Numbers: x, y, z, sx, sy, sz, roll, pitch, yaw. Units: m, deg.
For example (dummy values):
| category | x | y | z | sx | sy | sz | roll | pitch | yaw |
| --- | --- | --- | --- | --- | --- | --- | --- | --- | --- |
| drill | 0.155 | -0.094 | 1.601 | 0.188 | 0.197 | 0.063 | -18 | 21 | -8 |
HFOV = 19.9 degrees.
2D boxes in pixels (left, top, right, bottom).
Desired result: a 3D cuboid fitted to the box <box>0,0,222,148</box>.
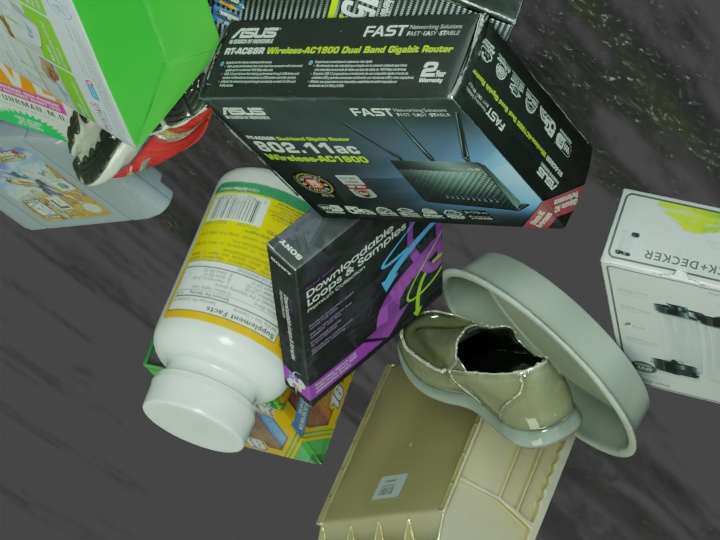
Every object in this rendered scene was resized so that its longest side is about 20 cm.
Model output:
| category | x | y | z | sx | sy | sz | roll | pitch | yaw |
| --- | --- | --- | --- | --- | --- | --- | --- | --- | --- |
| box | -0.195 | -0.193 | 1.236 | 0.176 | 0.097 | 0.200 | 33 | 163 | 21 |

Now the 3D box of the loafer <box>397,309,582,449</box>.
| category | x | y | z | sx | sy | sz | roll | pitch | yaw |
| --- | --- | --- | --- | --- | --- | --- | --- | --- | --- |
| loafer | 0.093 | 0.064 | 1.518 | 0.200 | 0.075 | 0.070 | 27 | 137 | 52 |

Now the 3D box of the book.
| category | x | y | z | sx | sy | sz | roll | pitch | yaw |
| --- | --- | --- | --- | --- | --- | --- | --- | --- | --- |
| book | -0.252 | -0.160 | 1.496 | 0.133 | 0.048 | 0.200 | 19 | 160 | 11 |

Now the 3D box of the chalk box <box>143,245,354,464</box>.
| category | x | y | z | sx | sy | sz | roll | pitch | yaw |
| --- | --- | --- | --- | --- | --- | --- | --- | --- | --- |
| chalk box | -0.094 | 0.062 | 1.750 | 0.123 | 0.125 | 0.200 | 12 | 157 | 22 |

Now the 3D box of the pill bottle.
| category | x | y | z | sx | sy | sz | roll | pitch | yaw |
| --- | --- | --- | --- | --- | --- | --- | --- | --- | --- |
| pill bottle | -0.092 | 0.032 | 1.577 | 0.112 | 0.201 | 0.113 | 18 | 157 | 8 |

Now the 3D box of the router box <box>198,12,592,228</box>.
| category | x | y | z | sx | sy | sz | roll | pitch | yaw |
| --- | --- | --- | --- | --- | --- | --- | --- | --- | --- |
| router box | 0.022 | -0.091 | 1.264 | 0.199 | 0.062 | 0.150 | 3 | 152 | 38 |

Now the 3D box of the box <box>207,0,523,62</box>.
| category | x | y | z | sx | sy | sz | roll | pitch | yaw |
| --- | --- | --- | --- | --- | --- | --- | --- | --- | --- |
| box | -0.006 | -0.160 | 1.271 | 0.192 | 0.048 | 0.200 | 23 | 159 | 0 |

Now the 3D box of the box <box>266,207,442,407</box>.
| category | x | y | z | sx | sy | sz | roll | pitch | yaw |
| --- | --- | --- | --- | --- | --- | --- | --- | --- | --- |
| box | 0.000 | 0.000 | 1.478 | 0.036 | 0.143 | 0.200 | 41 | 159 | 24 |

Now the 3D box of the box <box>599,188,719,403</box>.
| category | x | y | z | sx | sy | sz | roll | pitch | yaw |
| --- | --- | --- | --- | --- | --- | --- | --- | --- | --- |
| box | 0.241 | 0.025 | 1.458 | 0.116 | 0.060 | 0.200 | 13 | 157 | 19 |

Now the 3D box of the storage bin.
| category | x | y | z | sx | sy | sz | roll | pitch | yaw |
| --- | --- | --- | --- | --- | --- | --- | --- | --- | --- |
| storage bin | 0.075 | 0.171 | 1.755 | 0.094 | 0.199 | 0.200 | 35 | 154 | -23 |

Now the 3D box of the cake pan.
| category | x | y | z | sx | sy | sz | roll | pitch | yaw |
| --- | --- | --- | --- | --- | --- | --- | --- | --- | --- |
| cake pan | 0.144 | 0.060 | 1.561 | 0.200 | 0.037 | 0.200 | 43 | 168 | 12 |

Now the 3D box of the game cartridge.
| category | x | y | z | sx | sy | sz | roll | pitch | yaw |
| --- | --- | --- | --- | --- | --- | --- | --- | --- | --- |
| game cartridge | -0.263 | -0.084 | 1.683 | 0.200 | 0.042 | 0.133 | -4 | 151 | 46 |

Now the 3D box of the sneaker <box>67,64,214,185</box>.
| category | x | y | z | sx | sy | sz | roll | pitch | yaw |
| --- | --- | --- | --- | --- | --- | --- | --- | --- | --- |
| sneaker | -0.132 | -0.124 | 1.448 | 0.085 | 0.077 | 0.200 | -9 | 167 | -41 |
